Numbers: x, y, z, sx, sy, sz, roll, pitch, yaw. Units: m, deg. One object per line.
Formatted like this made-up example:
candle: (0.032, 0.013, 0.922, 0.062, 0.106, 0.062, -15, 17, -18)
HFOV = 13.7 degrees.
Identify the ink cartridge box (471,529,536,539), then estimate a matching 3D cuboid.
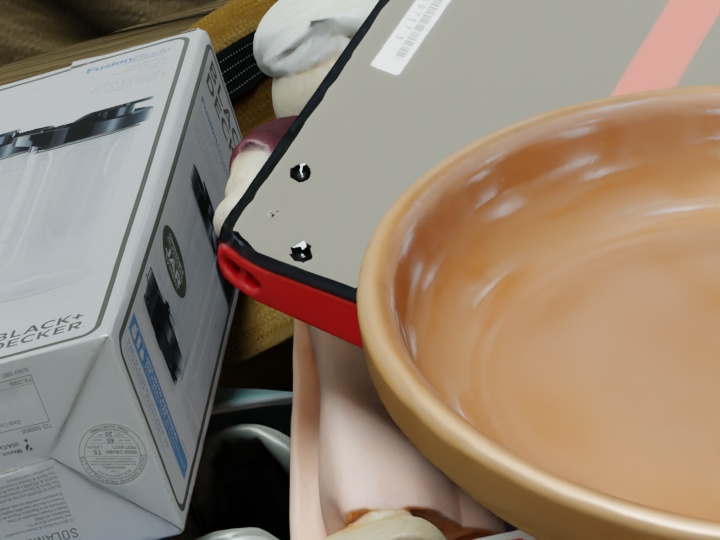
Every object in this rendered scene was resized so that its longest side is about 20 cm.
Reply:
ink cartridge box: (0.045, 0.109, 0.722, 0.116, 0.068, 0.200, -12, 11, 8)

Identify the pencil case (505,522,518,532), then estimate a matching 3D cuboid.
pencil case: (0.104, 0.014, 0.884, 0.200, 0.086, 0.084, -41, -36, 27)

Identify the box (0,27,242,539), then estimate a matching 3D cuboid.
box: (-0.097, 0.009, 0.846, 0.116, 0.060, 0.200, -15, 25, 11)

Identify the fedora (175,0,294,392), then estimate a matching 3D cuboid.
fedora: (-0.018, -0.017, 0.989, 0.200, 0.082, 0.201, -22, 39, 20)

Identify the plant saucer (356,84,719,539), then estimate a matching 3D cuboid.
plant saucer: (0.098, 0.018, 0.678, 0.199, 0.038, 0.201, -1, 30, 0)

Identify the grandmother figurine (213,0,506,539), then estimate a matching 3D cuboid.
grandmother figurine: (0.000, 0.000, 0.848, 0.060, 0.201, 0.121, -23, -36, 23)

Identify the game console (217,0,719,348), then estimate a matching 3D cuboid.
game console: (0.082, -0.040, 0.803, 0.176, 0.031, 0.200, 21, 57, 22)

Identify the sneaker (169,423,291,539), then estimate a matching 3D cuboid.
sneaker: (-0.018, 0.081, 0.897, 0.074, 0.089, 0.200, -14, 9, 6)

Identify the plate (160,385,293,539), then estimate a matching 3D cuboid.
plate: (-0.095, 0.076, 0.933, 0.199, 0.026, 0.200, -22, -16, -7)
